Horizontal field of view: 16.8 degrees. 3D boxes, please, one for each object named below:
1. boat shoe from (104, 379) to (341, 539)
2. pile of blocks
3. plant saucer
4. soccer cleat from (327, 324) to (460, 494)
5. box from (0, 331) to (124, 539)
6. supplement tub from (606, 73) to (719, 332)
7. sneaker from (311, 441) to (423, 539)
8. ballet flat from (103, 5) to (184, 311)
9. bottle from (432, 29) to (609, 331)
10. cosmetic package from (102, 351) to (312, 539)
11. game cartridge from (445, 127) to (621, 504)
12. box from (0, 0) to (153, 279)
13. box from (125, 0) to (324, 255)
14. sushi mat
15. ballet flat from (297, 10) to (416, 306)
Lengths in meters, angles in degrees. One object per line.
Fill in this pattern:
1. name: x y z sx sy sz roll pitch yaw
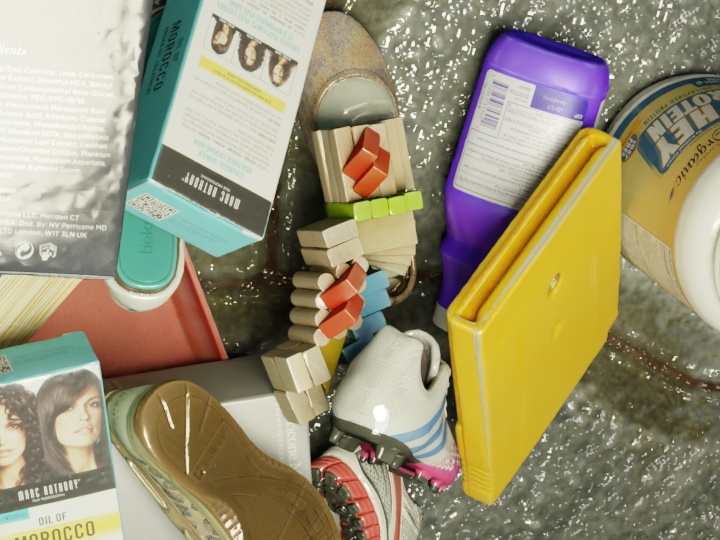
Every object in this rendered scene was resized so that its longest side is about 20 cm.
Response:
1. boat shoe: -0.080 0.139 1.488 0.073 0.063 0.200 -51 120 -28
2. pile of blocks: 0.000 0.000 1.490 0.082 0.062 0.200 14 87 -21
3. plant saucer: -0.185 0.077 1.568 0.200 0.037 0.200 -24 115 -11
4. soccer cleat: 0.034 0.085 1.515 0.070 0.200 0.086 22 84 14
5. box: -0.185 0.142 1.448 0.082 0.049 0.200 -12 114 -15
6. supplement tub: 0.250 -0.037 1.587 0.145 0.200 0.145 -6 111 -17
7. sneaker: 0.015 0.191 1.654 0.082 0.078 0.200 -45 140 -37
8. ballet flat: -0.131 -0.066 1.502 0.069 0.069 0.200 15 66 -23
9. bottle: 0.098 -0.053 1.597 0.083 0.065 0.200 19 104 10
10. cosmetic package: -0.133 0.124 1.536 0.200 0.090 0.107 -10 108 -13
11. game cartridge: 0.114 0.032 1.574 0.176 0.032 0.200 -52 156 -29
12. box: -0.203 -0.119 1.401 0.117 0.197 0.200 3 108 -21
13. box: -0.081 -0.117 1.461 0.082 0.049 0.200 28 62 -28
14. sushi mat: -0.238 0.061 1.465 0.200 0.012 0.096 -49 161 17
15. ballet flat: 0.005 -0.067 1.564 0.068 0.067 0.200 -18 114 -12
